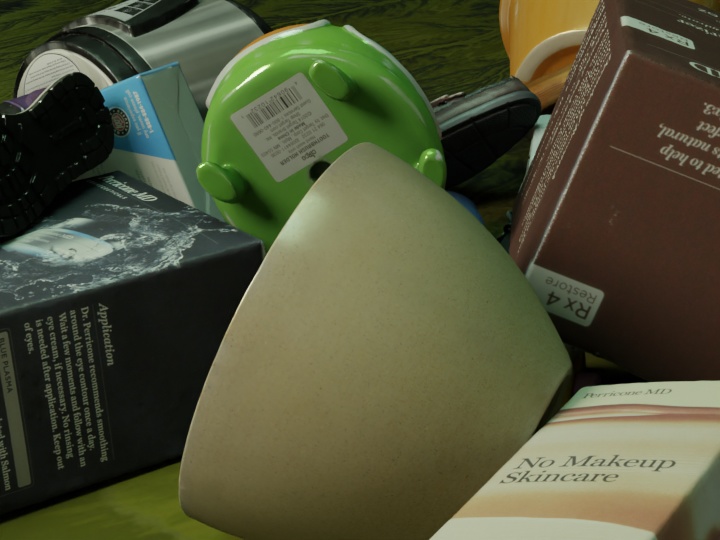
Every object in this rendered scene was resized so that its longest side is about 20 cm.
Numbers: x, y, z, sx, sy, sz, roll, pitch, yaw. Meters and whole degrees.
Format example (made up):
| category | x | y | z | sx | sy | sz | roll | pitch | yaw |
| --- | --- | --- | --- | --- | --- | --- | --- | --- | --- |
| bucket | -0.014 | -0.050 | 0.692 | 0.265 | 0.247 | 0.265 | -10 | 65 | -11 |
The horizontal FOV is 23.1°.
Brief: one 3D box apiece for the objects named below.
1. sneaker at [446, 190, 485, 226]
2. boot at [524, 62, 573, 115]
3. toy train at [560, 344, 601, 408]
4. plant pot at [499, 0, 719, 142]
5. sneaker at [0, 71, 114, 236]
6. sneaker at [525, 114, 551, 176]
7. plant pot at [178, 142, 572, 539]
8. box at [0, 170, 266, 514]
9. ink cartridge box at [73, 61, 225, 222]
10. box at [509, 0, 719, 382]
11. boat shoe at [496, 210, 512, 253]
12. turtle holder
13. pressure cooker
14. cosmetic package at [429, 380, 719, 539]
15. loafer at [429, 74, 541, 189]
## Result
| category | x | y | z | sx | sy | sz | roll | pitch | yaw |
| --- | --- | --- | --- | --- | --- | --- | --- | --- | --- |
| sneaker | 0.000 | 0.000 | 1.150 | 0.199 | 0.070 | 0.078 | -11 | 37 | -20 |
| boot | 0.078 | -0.092 | 1.280 | 0.200 | 0.069 | 0.188 | -21 | -3 | 32 |
| toy train | 0.055 | 0.046 | 1.013 | 0.150 | 0.056 | 0.200 | -7 | 21 | -5 |
| plant pot | 0.199 | -0.178 | 1.408 | 0.200 | 0.201 | 0.183 | 1 | 35 | 17 |
| sneaker | -0.228 | -0.058 | 1.041 | 0.087 | 0.076 | 0.200 | -14 | 10 | 25 |
| sneaker | 0.159 | -0.073 | 1.247 | 0.071 | 0.073 | 0.200 | 11 | 14 | 14 |
| plant pot | 0.022 | 0.058 | 0.839 | 0.134 | 0.201 | 0.200 | 26 | 28 | 11 |
| box | -0.181 | 0.035 | 1.018 | 0.200 | 0.118 | 0.197 | -16 | 23 | -29 |
| ink cartridge box | -0.196 | -0.050 | 1.185 | 0.200 | 0.115 | 0.068 | -19 | 8 | 22 |
| box | 0.188 | -0.047 | 1.003 | 0.166 | 0.165 | 0.200 | 22 | 21 | -3 |
| boat shoe | 0.124 | -0.016 | 1.146 | 0.199 | 0.066 | 0.075 | -9 | 22 | -8 |
| turtle holder | -0.006 | -0.070 | 1.055 | 0.185 | 0.141 | 0.132 | 24 | 24 | -13 |
| pressure cooker | -0.160 | -0.105 | 1.308 | 0.200 | 0.176 | 0.179 | -25 | 57 | -41 |
| cosmetic package | 0.103 | 0.124 | 0.728 | 0.103 | 0.087 | 0.200 | -6 | 17 | 32 |
| loafer | 0.025 | -0.080 | 1.199 | 0.200 | 0.072 | 0.063 | -33 | 60 | 8 |
